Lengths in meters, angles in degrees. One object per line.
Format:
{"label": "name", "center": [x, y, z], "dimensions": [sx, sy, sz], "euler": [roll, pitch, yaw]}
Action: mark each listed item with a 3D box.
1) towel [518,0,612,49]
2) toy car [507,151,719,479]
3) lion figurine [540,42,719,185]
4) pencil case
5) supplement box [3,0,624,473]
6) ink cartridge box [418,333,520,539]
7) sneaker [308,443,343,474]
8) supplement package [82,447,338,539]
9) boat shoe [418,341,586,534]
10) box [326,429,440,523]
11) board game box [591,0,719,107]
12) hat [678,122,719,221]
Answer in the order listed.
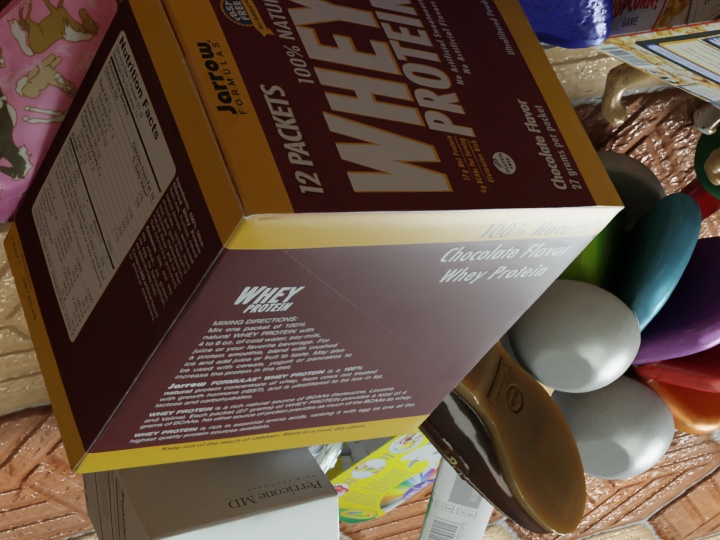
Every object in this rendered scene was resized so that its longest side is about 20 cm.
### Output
{"label": "towel", "center": [0.042, -0.179, 0.735], "dimensions": [0.147, 0.050, 0.200], "euler": [7, 156, 14]}
{"label": "toy car", "center": [0.191, 0.027, 1.032], "dimensions": [0.149, 0.175, 0.200], "euler": [-4, 132, 28]}
{"label": "lion figurine", "center": [0.209, -0.119, 0.911], "dimensions": [0.199, 0.073, 0.122], "euler": [20, 143, -29]}
{"label": "pencil case", "center": [-0.131, -0.104, 0.752], "dimensions": [0.200, 0.087, 0.083], "euler": [-38, 165, 23]}
{"label": "supplement box", "center": [-0.029, -0.021, 0.741], "dimensions": [0.197, 0.133, 0.200], "euler": [-3, 147, -34]}
{"label": "ink cartridge box", "center": [0.093, 0.082, 1.130], "dimensions": [0.050, 0.201, 0.161], "euler": [14, 151, 4]}
{"label": "sneaker", "center": [-0.047, 0.102, 1.166], "dimensions": [0.200, 0.077, 0.085], "euler": [-41, 136, 16]}
{"label": "supplement package", "center": [-0.101, 0.151, 1.033], "dimensions": [0.121, 0.200, 0.120], "euler": [-11, 120, -20]}
{"label": "boat shoe", "center": [0.068, 0.084, 0.970], "dimensions": [0.070, 0.070, 0.200], "euler": [-10, 124, 39]}
{"label": "box", "center": [0.032, 0.138, 1.289], "dimensions": [0.200, 0.048, 0.117], "euler": [-38, 147, 20]}
{"label": "board game box", "center": [0.217, -0.108, 0.766], "dimensions": [0.151, 0.046, 0.200], "euler": [21, 177, -20]}
{"label": "hat", "center": [0.241, -0.093, 1.081], "dimensions": [0.165, 0.176, 0.201], "euler": [15, 92, -56]}
